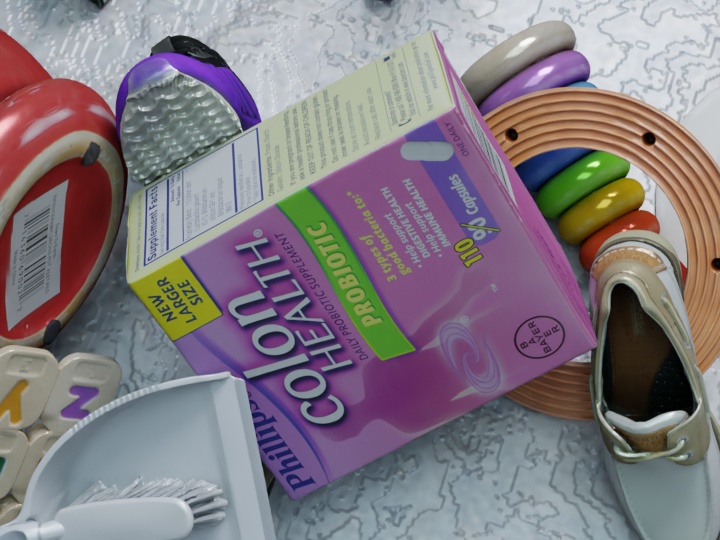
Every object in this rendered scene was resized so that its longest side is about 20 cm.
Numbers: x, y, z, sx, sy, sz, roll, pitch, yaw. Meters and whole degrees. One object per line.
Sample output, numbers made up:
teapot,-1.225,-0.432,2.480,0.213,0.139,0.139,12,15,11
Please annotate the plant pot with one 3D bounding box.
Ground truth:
plant pot,-0.242,-0.050,0.985,0.182,0.201,0.201,25,74,18

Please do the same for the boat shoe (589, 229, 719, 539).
boat shoe,0.164,0.082,0.998,0.074,0.068,0.201,-11,105,20

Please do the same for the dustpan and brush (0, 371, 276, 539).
dustpan and brush,-0.152,0.137,0.941,0.199,0.057,0.140,-9,98,16

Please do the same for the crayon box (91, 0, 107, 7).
crayon box,-0.177,-0.304,1.152,0.172,0.058,0.200,36,76,10

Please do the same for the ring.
ring,0.131,-0.009,1.038,0.199,0.019,0.202,5,105,20

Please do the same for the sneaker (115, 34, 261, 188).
sneaker,-0.105,-0.098,1.024,0.069,0.200,0.100,-25,72,5

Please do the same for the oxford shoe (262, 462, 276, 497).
oxford shoe,-0.077,0.195,0.999,0.073,0.071,0.201,2,73,-3

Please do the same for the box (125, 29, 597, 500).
box,0.000,0.000,0.969,0.199,0.176,0.097,-27,30,11

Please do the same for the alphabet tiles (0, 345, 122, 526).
alphabet tiles,-0.216,0.124,0.963,0.015,0.199,0.196,45,118,47

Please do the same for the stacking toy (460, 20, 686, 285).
stacking toy,0.143,-0.052,1.076,0.085,0.085,0.201,-30,81,-10

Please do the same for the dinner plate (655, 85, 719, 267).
dinner plate,0.287,-0.041,1.101,0.199,0.024,0.201,0,72,-1
